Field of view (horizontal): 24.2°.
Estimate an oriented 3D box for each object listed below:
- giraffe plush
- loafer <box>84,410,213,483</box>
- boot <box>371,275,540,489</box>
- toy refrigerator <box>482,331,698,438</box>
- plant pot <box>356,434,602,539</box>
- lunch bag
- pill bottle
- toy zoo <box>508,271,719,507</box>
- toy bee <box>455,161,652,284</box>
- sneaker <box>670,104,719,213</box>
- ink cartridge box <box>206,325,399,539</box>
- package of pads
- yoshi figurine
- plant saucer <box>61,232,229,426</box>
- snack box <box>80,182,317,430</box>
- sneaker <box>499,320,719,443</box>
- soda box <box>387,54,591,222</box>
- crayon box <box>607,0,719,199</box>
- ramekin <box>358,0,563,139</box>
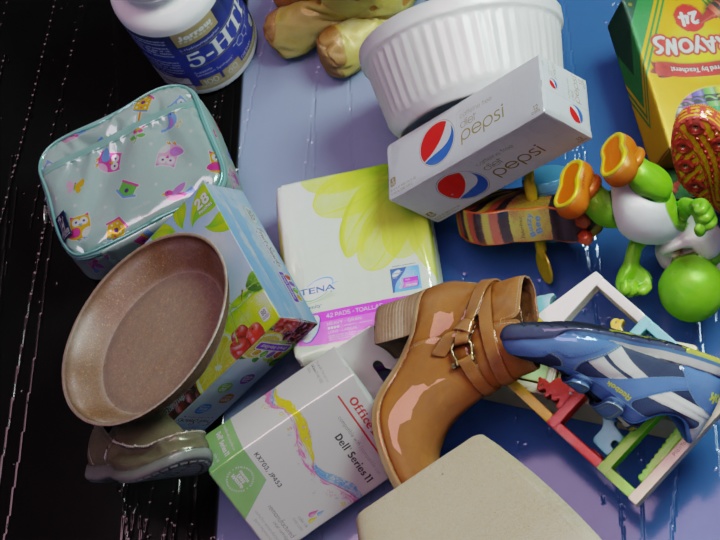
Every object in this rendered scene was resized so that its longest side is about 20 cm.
[{"bbox_3d":[-0.015,-0.305,1.707,0.199,0.162,0.173,5,70,17],"label":"giraffe plush"},{"bbox_3d":[-0.201,0.157,1.534,0.200,0.075,0.070,-12,82,54],"label":"loafer"},{"bbox_3d":[0.090,0.103,1.490,0.154,0.074,0.201,-13,73,27],"label":"boot"},{"bbox_3d":[0.206,0.093,1.541,0.199,0.070,0.076,11,72,19],"label":"toy refrigerator"},{"bbox_3d":[0.108,0.265,1.442,0.199,0.200,0.177,-34,52,0],"label":"plant pot"},{"bbox_3d":[-0.233,-0.094,1.729,0.199,0.077,0.161,-25,65,4],"label":"lunch bag"},{"bbox_3d":[-0.189,-0.277,1.723,0.119,0.200,0.120,-5,68,13],"label":"pill bottle"},{"bbox_3d":[0.216,0.094,1.492,0.200,0.020,0.131,43,91,22],"label":"toy zoo"},{"bbox_3d":[0.183,-0.060,1.577,0.199,0.109,0.131,-30,108,17],"label":"toy bee"},{"bbox_3d":[0.339,-0.094,1.523,0.073,0.200,0.077,-12,53,35],"label":"sneaker"},{"bbox_3d":[-0.034,0.155,1.549,0.200,0.117,0.067,-35,26,-1],"label":"ink cartridge box"},{"bbox_3d":[0.000,0.000,1.635,0.154,0.068,0.201,-11,66,9],"label":"package of pads"},{"bbox_3d":[0.269,-0.025,1.506,0.112,0.200,0.112,-55,27,-3],"label":"yoshi figurine"},{"bbox_3d":[-0.190,0.059,1.544,0.200,0.037,0.201,-24,47,28],"label":"plant saucer"},{"bbox_3d":[-0.159,0.044,1.621,0.200,0.068,0.169,-42,62,23],"label":"snack box"},{"bbox_3d":[0.212,0.090,1.421,0.199,0.074,0.083,14,94,-2],"label":"sneaker"},{"bbox_3d":[0.115,-0.118,1.545,0.200,0.068,0.064,-29,52,40],"label":"soda box"},{"bbox_3d":[0.325,-0.168,1.601,0.126,0.051,0.201,-7,66,-15],"label":"crayon box"},{"bbox_3d":[0.104,-0.188,1.618,0.201,0.202,0.095,-14,76,9],"label":"ramekin"}]
